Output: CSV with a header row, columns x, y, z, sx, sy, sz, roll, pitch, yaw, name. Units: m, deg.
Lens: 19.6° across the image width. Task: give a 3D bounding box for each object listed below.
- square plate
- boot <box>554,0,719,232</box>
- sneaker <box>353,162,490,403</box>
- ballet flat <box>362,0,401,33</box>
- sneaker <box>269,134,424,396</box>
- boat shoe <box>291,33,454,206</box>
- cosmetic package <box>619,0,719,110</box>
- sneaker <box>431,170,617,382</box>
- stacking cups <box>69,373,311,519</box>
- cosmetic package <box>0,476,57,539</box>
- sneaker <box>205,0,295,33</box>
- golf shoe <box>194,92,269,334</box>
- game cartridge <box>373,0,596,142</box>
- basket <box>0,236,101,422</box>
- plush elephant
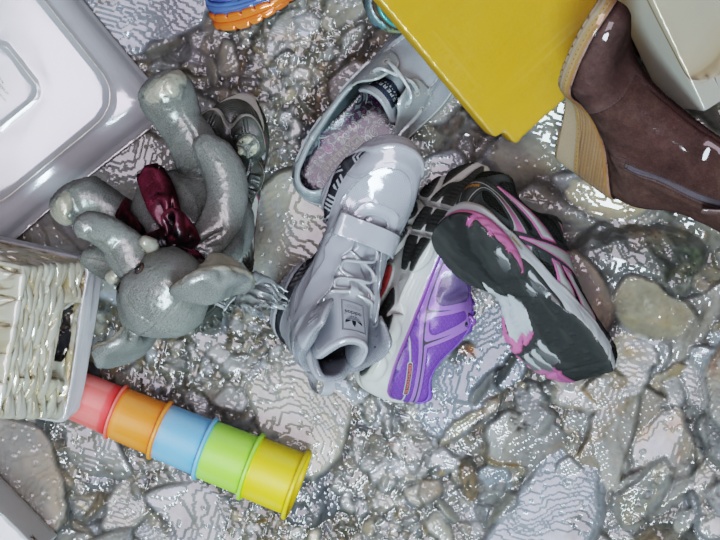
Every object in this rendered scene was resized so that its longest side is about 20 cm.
x,y,z,sx,sy,sz,roll,pitch,yaw,name
-0.290,-0.145,1.674,0.198,0.028,0.200,-39,88,3,square plate
0.233,-0.114,1.563,0.166,0.200,0.072,24,59,15,boot
0.061,0.011,1.642,0.083,0.081,0.200,24,90,-24,sneaker
0.071,-0.270,1.625,0.200,0.074,0.074,-44,88,-3,ballet flat
0.000,0.000,1.590,0.075,0.115,0.200,19,115,-25,sneaker
0.021,-0.130,1.631,0.070,0.072,0.201,41,94,2,boat shoe
0.243,-0.233,1.576,0.103,0.073,0.200,-33,106,-12,cosmetic package
0.142,0.001,1.605,0.080,0.086,0.200,-9,131,39,sneaker
-0.141,0.133,1.653,0.200,0.061,0.061,22,93,3,stacking cups
-0.353,0.249,1.659,0.200,0.085,0.108,-43,89,3,cosmetic package
-0.043,-0.261,1.617,0.200,0.075,0.078,-30,113,6,sneaker
-0.109,-0.045,1.644,0.077,0.088,0.200,19,115,0,golf shoe
0.128,-0.222,1.603,0.200,0.032,0.176,-42,110,-2,game cartridge
-0.321,0.037,1.613,0.200,0.123,0.136,11,92,17,basket
-0.149,-0.014,1.530,0.165,0.155,0.200,-38,96,28,plush elephant
